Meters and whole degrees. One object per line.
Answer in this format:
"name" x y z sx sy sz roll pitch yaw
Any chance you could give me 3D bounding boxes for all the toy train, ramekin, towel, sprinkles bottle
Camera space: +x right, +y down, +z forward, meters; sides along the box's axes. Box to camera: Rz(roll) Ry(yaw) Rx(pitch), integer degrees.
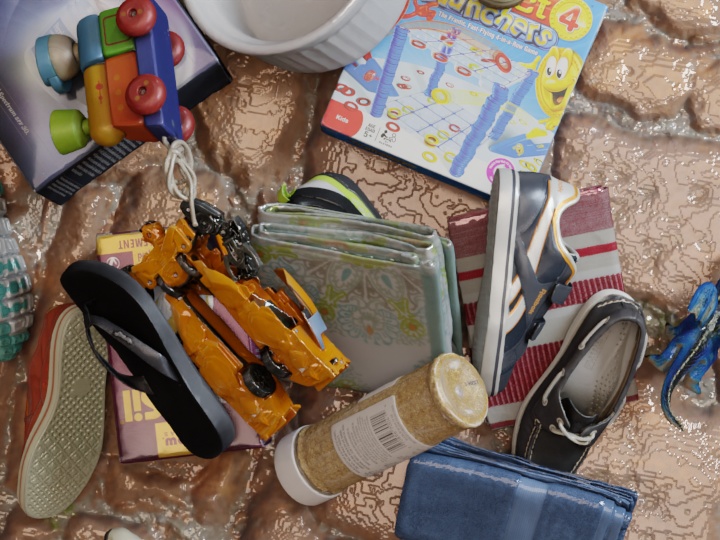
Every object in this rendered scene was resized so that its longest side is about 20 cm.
"toy train" -0.200 -0.118 1.441 0.116 0.085 0.200 -13 71 11
"ramekin" -0.050 -0.269 1.541 0.200 0.098 0.201 -7 74 25
"towel" 0.133 0.213 1.546 0.200 0.049 0.112 15 122 3
"towel" 0.162 0.033 1.557 0.144 0.023 0.200 -11 106 1
"towel" -0.001 0.031 1.506 0.171 0.200 0.048 9 46 17
"sprinkles bottle" 0.016 0.138 1.510 0.200 0.068 0.068 -30 85 36

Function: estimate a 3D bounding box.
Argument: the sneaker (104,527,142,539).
"sneaker" -0.136 0.284 1.566 0.200 0.070 0.093 43 71 6

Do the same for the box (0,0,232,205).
"box" -0.253 -0.199 1.563 0.198 0.123 0.200 -36 87 -2

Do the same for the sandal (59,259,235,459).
"sandal" -0.178 0.074 1.454 0.200 0.076 0.043 51 51 -1

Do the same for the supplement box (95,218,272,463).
"supplement box" -0.154 0.062 1.552 0.131 0.103 0.200 -7 87 0

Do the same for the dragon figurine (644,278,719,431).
"dragon figurine" 0.300 0.050 1.519 0.059 0.200 0.099 37 127 6

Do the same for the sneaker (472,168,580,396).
"sneaker" 0.141 0.015 1.500 0.079 0.078 0.200 5 107 -6

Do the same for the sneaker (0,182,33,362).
"sneaker" -0.357 -0.010 1.589 0.091 0.078 0.200 -18 82 17

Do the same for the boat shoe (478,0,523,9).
"boat shoe" 0.109 -0.329 1.541 0.071 0.065 0.200 -15 73 -8

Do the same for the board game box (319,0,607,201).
"board game box" 0.092 -0.179 1.581 0.200 0.056 0.196 22 88 3

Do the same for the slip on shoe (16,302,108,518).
"slip on shoe" -0.269 0.123 1.578 0.074 0.061 0.200 5 99 -37

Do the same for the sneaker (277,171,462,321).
"sneaker" 0.000 0.000 1.553 0.200 0.083 0.072 46 128 11

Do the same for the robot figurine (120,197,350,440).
"robot figurine" -0.109 0.034 1.459 0.200 0.058 0.145 49 120 4

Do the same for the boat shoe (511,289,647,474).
"boat shoe" 0.192 0.114 1.538 0.074 0.060 0.200 24 104 -13
